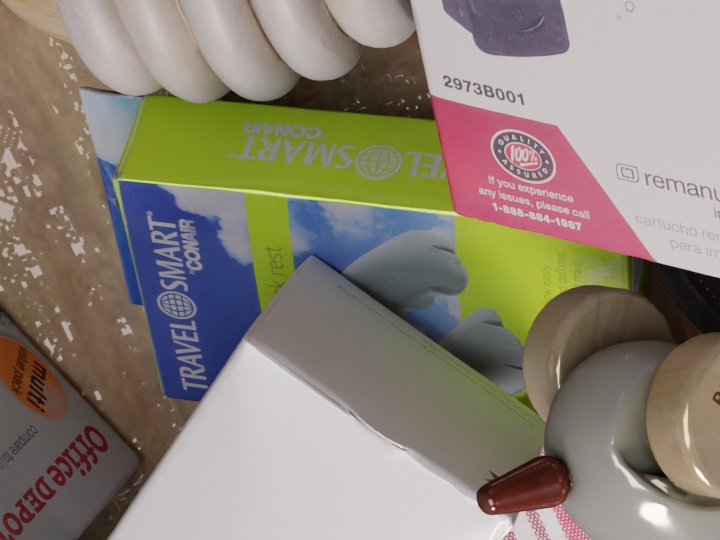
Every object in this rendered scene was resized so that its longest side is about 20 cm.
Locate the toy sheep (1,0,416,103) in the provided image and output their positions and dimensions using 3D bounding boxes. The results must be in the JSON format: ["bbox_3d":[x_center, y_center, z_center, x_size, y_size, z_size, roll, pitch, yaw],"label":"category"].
[{"bbox_3d":[-0.036,-0.122,0.985,0.199,0.138,0.139,-11,104,19],"label":"toy sheep"}]

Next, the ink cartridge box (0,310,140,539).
[{"bbox_3d":[-0.209,0.066,1.078,0.145,0.145,0.200,-42,94,22],"label":"ink cartridge box"}]

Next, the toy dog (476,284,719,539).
[{"bbox_3d":[0.099,0.103,0.913,0.096,0.132,0.201,-30,89,-20],"label":"toy dog"}]

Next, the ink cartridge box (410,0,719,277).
[{"bbox_3d":[0.087,-0.104,0.835,0.144,0.084,0.201,14,133,34],"label":"ink cartridge box"}]

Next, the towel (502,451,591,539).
[{"bbox_3d":[0.082,0.121,1.040,0.199,0.030,0.147,-16,102,45],"label":"towel"}]

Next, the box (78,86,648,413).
[{"bbox_3d":[0.000,0.000,1.029,0.199,0.048,0.122,6,139,13],"label":"box"}]

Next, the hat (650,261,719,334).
[{"bbox_3d":[0.191,-0.022,0.969,0.199,0.202,0.081,1,147,15],"label":"hat"}]

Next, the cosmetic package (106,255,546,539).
[{"bbox_3d":[-0.035,0.110,0.994,0.107,0.085,0.200,36,114,0],"label":"cosmetic package"}]
